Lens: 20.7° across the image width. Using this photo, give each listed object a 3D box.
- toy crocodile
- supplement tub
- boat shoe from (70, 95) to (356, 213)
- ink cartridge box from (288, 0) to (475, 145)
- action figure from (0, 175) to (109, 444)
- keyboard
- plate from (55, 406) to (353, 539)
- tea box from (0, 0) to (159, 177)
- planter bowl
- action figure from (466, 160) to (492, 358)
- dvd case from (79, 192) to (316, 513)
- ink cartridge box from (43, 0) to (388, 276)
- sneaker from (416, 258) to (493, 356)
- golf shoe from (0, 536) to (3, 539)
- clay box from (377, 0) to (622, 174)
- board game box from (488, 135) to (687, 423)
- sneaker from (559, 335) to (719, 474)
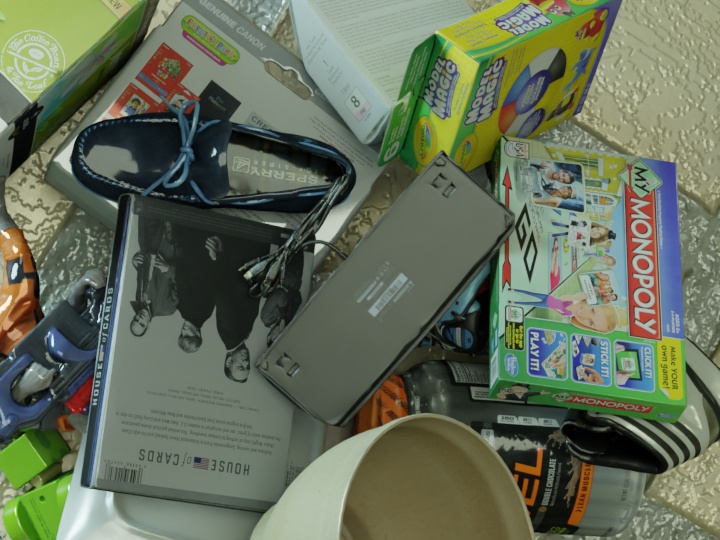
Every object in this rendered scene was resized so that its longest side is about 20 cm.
[{"bbox_3d":[-0.232,0.137,1.413,0.067,0.062,0.200,-29,91,27],"label":"toy crocodile"},{"bbox_3d":[0.101,0.130,1.450,0.200,0.123,0.123,5,83,-11],"label":"supplement tub"},{"bbox_3d":[-0.100,-0.083,1.372,0.200,0.069,0.084,-1,83,-14],"label":"boat shoe"},{"bbox_3d":[0.007,-0.196,1.476,0.162,0.057,0.200,-21,66,-46],"label":"ink cartridge box"},{"bbox_3d":[-0.214,0.031,1.371,0.200,0.105,0.194,-39,86,-27],"label":"action figure"},{"bbox_3d":[0.000,0.000,1.358,0.127,0.021,0.200,41,89,-4],"label":"keyboard"},{"bbox_3d":[-0.102,0.140,1.407,0.200,0.032,0.200,18,55,-14],"label":"plate"},{"bbox_3d":[-0.254,-0.160,1.367,0.134,0.200,0.197,44,77,-3],"label":"tea box"},{"bbox_3d":[0.008,0.205,1.327,0.200,0.135,0.201,15,68,-44],"label":"planter bowl"},{"bbox_3d":[0.114,-0.014,1.501,0.130,0.069,0.200,-18,91,-21],"label":"action figure"},{"bbox_3d":[-0.109,0.059,1.353,0.150,0.025,0.200,13,80,-32],"label":"dvd case"},{"bbox_3d":[-0.100,-0.080,1.451,0.200,0.084,0.176,38,77,-6],"label":"ink cartridge box"},{"bbox_3d":[0.048,0.026,1.407,0.200,0.078,0.090,-31,53,-1],"label":"sneaker"},{"bbox_3d":[-0.243,0.268,1.376,0.078,0.094,0.200,-25,88,-13],"label":"golf shoe"},{"bbox_3d":[0.101,-0.137,1.420,0.048,0.115,0.200,38,45,23],"label":"clay box"},{"bbox_3d":[0.158,0.004,1.379,0.134,0.029,0.200,8,59,-8],"label":"board game box"},{"bbox_3d":[0.168,0.061,1.395,0.115,0.076,0.201,-26,63,-36],"label":"sneaker"}]
